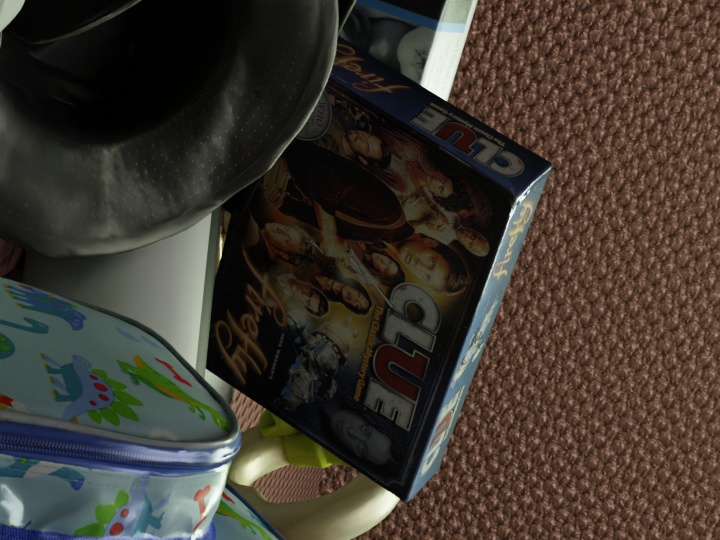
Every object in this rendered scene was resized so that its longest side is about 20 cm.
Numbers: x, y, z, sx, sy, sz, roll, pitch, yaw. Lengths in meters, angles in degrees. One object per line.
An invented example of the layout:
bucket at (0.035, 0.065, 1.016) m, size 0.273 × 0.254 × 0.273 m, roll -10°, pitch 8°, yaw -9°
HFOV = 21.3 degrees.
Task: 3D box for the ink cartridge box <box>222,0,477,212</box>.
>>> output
ink cartridge box at (-0.043, -0.127, 0.961) m, size 0.043 × 0.199 × 0.199 m, roll -10°, pitch 119°, yaw -61°

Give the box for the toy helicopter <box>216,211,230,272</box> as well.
toy helicopter at (-0.083, -0.077, 1.281) m, size 0.132 × 0.078 × 0.201 m, roll 83°, pitch 13°, yaw -62°

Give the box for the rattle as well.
rattle at (-0.060, 0.103, 1.080) m, size 0.199 × 0.130 × 0.144 m, roll -28°, pitch 137°, yaw -37°

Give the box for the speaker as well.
speaker at (-0.101, 0.026, 0.774) m, size 0.081 × 0.081 × 0.201 m, roll 98°, pitch -4°, yaw -61°

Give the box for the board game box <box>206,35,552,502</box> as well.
board game box at (0.000, 0.000, 0.905) m, size 0.035 × 0.135 × 0.201 m, roll -39°, pitch 154°, yaw -45°

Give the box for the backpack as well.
backpack at (-0.113, 0.085, 0.594) m, size 0.148 × 0.199 × 0.183 m, roll -65°, pitch -149°, yaw 8°

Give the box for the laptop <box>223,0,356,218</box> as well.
laptop at (-0.051, -0.167, 0.862) m, size 0.116 × 0.200 × 0.187 m, roll -32°, pitch 167°, yaw -31°

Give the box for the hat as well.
hat at (-0.110, -0.109, 0.730) m, size 0.081 × 0.200 × 0.202 m, roll 35°, pitch -69°, yaw 54°

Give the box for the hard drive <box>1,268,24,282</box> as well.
hard drive at (-0.151, 0.096, 0.789) m, size 0.200 × 0.042 × 0.136 m, roll -59°, pitch 136°, yaw -57°

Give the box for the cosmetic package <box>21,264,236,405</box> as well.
cosmetic package at (-0.125, 0.037, 1.072) m, size 0.200 × 0.106 × 0.091 m, roll 89°, pitch 23°, yaw -78°

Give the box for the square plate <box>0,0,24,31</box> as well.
square plate at (-0.161, -0.063, 0.513) m, size 0.198 × 0.028 × 0.200 m, roll -48°, pitch 167°, yaw -20°
